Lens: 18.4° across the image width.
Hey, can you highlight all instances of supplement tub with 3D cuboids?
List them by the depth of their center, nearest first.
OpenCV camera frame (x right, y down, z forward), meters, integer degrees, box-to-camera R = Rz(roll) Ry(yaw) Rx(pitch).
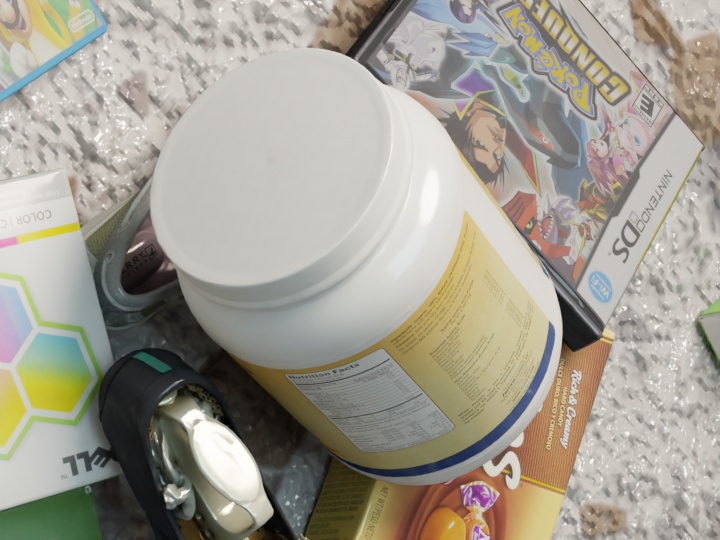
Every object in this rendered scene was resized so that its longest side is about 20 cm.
[{"bbox_3d":[0.000,0.000,1.049,0.200,0.143,0.145,49,55,-51],"label":"supplement tub"}]

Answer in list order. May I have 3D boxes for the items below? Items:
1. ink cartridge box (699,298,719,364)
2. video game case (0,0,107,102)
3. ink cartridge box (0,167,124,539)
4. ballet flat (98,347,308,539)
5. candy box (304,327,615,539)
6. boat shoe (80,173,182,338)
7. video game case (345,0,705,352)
[{"bbox_3d":[0.320,0.037,1.338,0.200,0.084,0.146,-34,101,-32],"label":"ink cartridge box"},{"bbox_3d":[-0.202,-0.177,1.032,0.201,0.018,0.143,61,29,-11],"label":"video game case"},{"bbox_3d":[-0.169,0.062,1.030,0.103,0.059,0.202,-13,90,-35],"label":"ink cartridge box"},{"bbox_3d":[-0.057,0.126,1.026,0.073,0.073,0.201,-35,108,-32],"label":"ballet flat"},{"bbox_3d":[0.051,0.098,1.171,0.116,0.056,0.201,31,68,-25],"label":"candy box"},{"bbox_3d":[-0.068,-0.041,1.109,0.202,0.065,0.075,-41,104,-31],"label":"boat shoe"},{"bbox_3d":[0.092,-0.085,1.210,0.200,0.025,0.181,47,46,-13],"label":"video game case"}]
